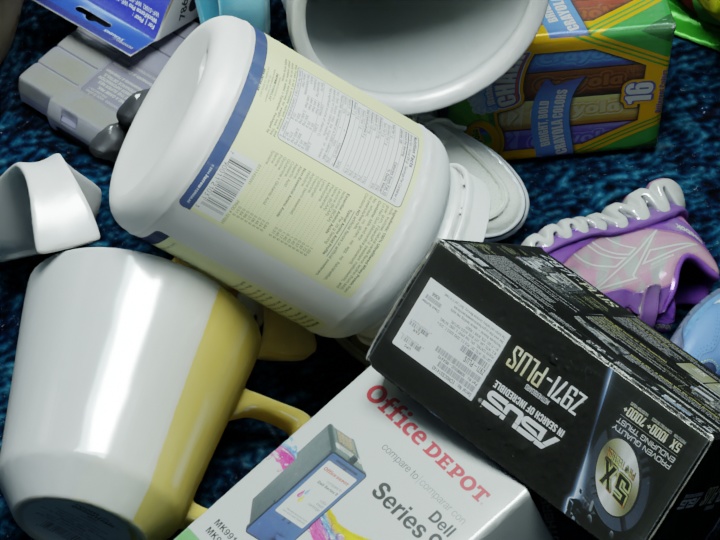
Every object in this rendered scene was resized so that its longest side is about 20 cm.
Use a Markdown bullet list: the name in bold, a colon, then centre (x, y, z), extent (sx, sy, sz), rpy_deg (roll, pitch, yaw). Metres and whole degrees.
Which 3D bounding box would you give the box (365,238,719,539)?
- **box**: centre (0.128, 0.072, 1.416), extent (0.200, 0.086, 0.164), rpy_deg (36, 14, 21)

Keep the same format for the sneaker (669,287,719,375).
- **sneaker**: centre (0.244, 0.055, 1.553), extent (0.082, 0.074, 0.200), rpy_deg (43, 50, 16)

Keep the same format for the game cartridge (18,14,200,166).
- **game cartridge**: centre (-0.127, -0.114, 1.714), extent (0.199, 0.038, 0.130), rpy_deg (32, 60, 21)

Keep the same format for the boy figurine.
- **boy figurine**: centre (-0.099, -0.018, 1.591), extent (0.064, 0.124, 0.201), rpy_deg (-7, 61, -53)

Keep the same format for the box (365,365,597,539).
- **box**: centre (0.092, 0.142, 1.499), extent (0.157, 0.051, 0.201), rpy_deg (-6, 51, -6)

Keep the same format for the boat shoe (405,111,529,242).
- **boat shoe**: centre (0.024, -0.086, 1.633), extent (0.201, 0.086, 0.075), rpy_deg (33, 86, 3)

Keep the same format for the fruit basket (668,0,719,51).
- **fruit basket**: centre (0.263, -0.237, 1.724), extent (0.155, 0.216, 0.216), rpy_deg (22, 53, 15)

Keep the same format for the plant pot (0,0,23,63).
- **plant pot**: centre (-0.307, -0.223, 1.704), extent (0.199, 0.174, 0.201), rpy_deg (2, 51, -2)

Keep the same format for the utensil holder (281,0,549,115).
- **utensil holder**: centre (0.014, -0.228, 1.589), extent (0.169, 0.171, 0.201), rpy_deg (-10, 43, -11)

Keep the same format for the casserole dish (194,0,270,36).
- **casserole dish**: centre (-0.092, -0.208, 1.646), extent (0.039, 0.121, 0.201), rpy_deg (-9, 51, -9)

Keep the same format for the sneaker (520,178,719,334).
- **sneaker**: centre (0.158, 0.012, 1.587), extent (0.199, 0.081, 0.089), rpy_deg (-24, 66, -34)

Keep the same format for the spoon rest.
- **spoon rest**: centre (-0.205, -0.040, 1.565), extent (0.099, 0.200, 0.061), rpy_deg (-13, 93, -16)

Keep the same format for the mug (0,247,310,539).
- **mug**: centre (-0.132, 0.092, 1.477), extent (0.185, 0.150, 0.154), rpy_deg (7, 58, 12)

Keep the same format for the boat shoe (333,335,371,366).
- **boat shoe**: centre (0.001, -0.002, 1.596), extent (0.073, 0.063, 0.201), rpy_deg (-35, 70, -29)

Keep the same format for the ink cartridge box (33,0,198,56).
- **ink cartridge box**: centre (-0.139, -0.225, 1.772), extent (0.099, 0.039, 0.200), rpy_deg (30, 41, 19)

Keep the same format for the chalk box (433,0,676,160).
- **chalk box**: centre (0.104, -0.160, 1.703), extent (0.199, 0.124, 0.125), rpy_deg (-6, 50, -8)

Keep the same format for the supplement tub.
- **supplement tub**: centre (-0.036, -0.048, 1.485), extent (0.199, 0.145, 0.146), rpy_deg (29, 48, -19)

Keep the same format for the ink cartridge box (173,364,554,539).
- **ink cartridge box**: centre (-0.007, 0.170, 1.401), extent (0.200, 0.088, 0.145), rpy_deg (-39, 51, -11)
